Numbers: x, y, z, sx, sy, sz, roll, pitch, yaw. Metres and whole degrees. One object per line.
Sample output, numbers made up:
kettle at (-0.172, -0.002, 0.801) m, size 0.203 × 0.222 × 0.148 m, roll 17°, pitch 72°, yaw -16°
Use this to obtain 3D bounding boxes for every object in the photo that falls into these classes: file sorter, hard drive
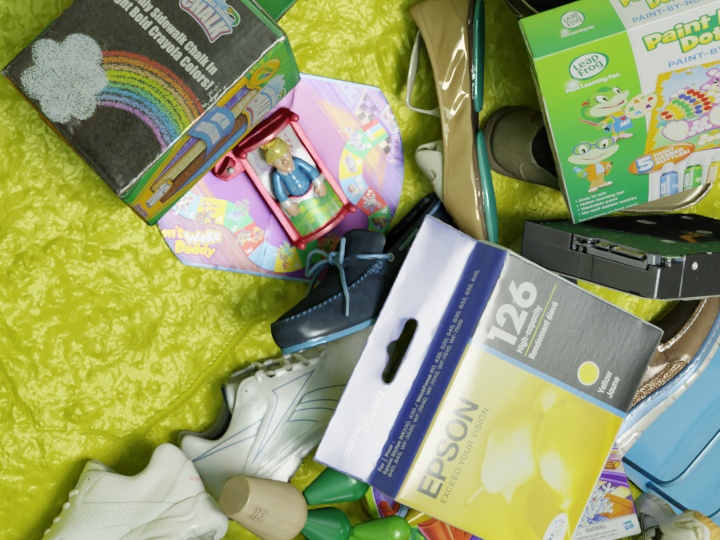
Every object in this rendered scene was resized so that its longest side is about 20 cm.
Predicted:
file sorter at (0.325, 0.170, 1.465) m, size 0.200 × 0.123 × 0.139 m, roll 42°, pitch 88°, yaw -21°
hard drive at (0.238, -0.012, 1.357) m, size 0.200 × 0.140 × 0.038 m, roll -3°, pitch 104°, yaw -41°

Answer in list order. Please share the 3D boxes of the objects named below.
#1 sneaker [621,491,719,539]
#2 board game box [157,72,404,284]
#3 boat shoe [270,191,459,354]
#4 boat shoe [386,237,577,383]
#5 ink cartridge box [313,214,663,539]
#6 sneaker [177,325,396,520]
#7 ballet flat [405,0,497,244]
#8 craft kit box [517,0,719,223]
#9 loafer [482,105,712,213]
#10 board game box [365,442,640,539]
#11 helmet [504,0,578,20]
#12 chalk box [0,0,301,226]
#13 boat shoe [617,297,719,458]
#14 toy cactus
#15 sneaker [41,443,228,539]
sneaker at (0.228, 0.230, 1.410) m, size 0.088 × 0.200 × 0.076 m, roll -41°, pitch 89°, yaw -8°
board game box at (-0.057, -0.069, 1.338) m, size 0.200 × 0.039 × 0.158 m, roll 9°, pitch 99°, yaw -18°
boat shoe at (0.000, 0.000, 1.338) m, size 0.200 × 0.084 × 0.069 m, roll -32°, pitch 104°, yaw -45°
boat shoe at (0.098, 0.050, 1.382) m, size 0.200 × 0.075 × 0.062 m, roll -47°, pitch 129°, yaw -30°
ink cartridge box at (0.096, 0.090, 1.297) m, size 0.200 × 0.047 × 0.198 m, roll 25°, pitch 88°, yaw -23°
sneaker at (-0.053, 0.097, 1.361) m, size 0.200 × 0.075 × 0.087 m, roll -45°, pitch 105°, yaw -5°
ballet flat at (0.068, -0.110, 1.356) m, size 0.063 × 0.069 × 0.200 m, roll -3°, pitch 92°, yaw 10°
craft kit box at (0.226, -0.130, 1.263) m, size 0.200 × 0.049 × 0.198 m, roll -18°, pitch 141°, yaw 5°
loafer at (0.193, -0.081, 1.399) m, size 0.200 × 0.067 × 0.076 m, roll 6°, pitch 100°, yaw -18°
board game box at (0.104, 0.160, 1.401) m, size 0.200 × 0.045 × 0.135 m, roll -15°, pitch 106°, yaw 7°
helmet at (0.178, -0.258, 1.290) m, size 0.200 × 0.200 × 0.191 m, roll -2°, pitch 133°, yaw -17°
chalk box at (-0.124, -0.149, 1.238) m, size 0.200 × 0.124 × 0.125 m, roll -43°, pitch 82°, yaw -5°
boat shoe at (0.217, 0.079, 1.439) m, size 0.072 × 0.072 × 0.200 m, roll 41°, pitch 84°, yaw -13°
toy cactus at (-0.037, 0.197, 1.329) m, size 0.200 × 0.102 × 0.165 m, roll -43°, pitch 137°, yaw 18°
sneaker at (-0.199, 0.196, 1.342) m, size 0.200 × 0.078 × 0.099 m, roll -28°, pitch 67°, yaw 6°
